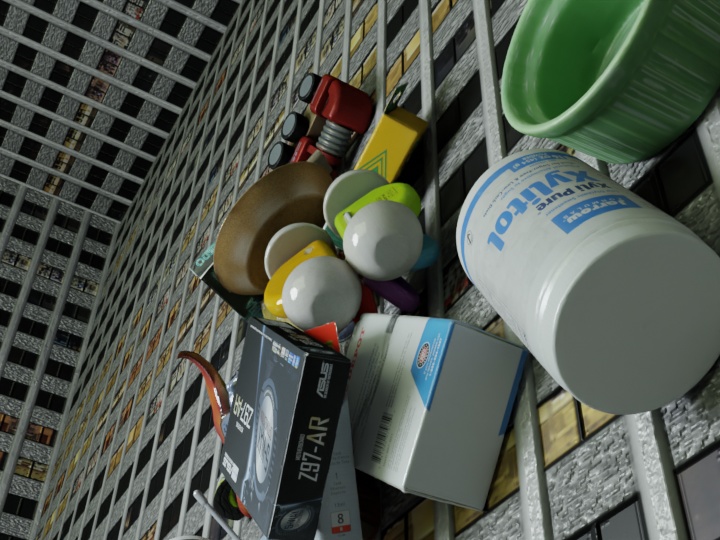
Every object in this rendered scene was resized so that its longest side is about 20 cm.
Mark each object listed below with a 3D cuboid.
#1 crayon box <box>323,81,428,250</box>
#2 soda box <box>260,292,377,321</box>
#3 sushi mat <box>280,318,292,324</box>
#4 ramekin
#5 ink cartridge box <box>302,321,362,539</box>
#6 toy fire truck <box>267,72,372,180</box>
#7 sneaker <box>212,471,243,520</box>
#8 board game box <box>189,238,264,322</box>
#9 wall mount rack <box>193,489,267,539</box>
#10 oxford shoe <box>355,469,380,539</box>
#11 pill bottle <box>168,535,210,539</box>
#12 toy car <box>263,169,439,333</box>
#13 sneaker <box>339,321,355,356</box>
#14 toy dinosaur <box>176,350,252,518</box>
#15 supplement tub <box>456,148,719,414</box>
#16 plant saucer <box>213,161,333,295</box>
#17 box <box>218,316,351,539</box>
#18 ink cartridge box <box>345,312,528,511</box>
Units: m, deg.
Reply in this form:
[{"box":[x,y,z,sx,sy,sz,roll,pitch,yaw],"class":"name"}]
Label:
[{"box":[0.026,-0.127,1.198,0.201,0.051,0.126,-62,-2,17],"class":"crayon box"},{"box":[-0.057,0.042,1.244,0.200,0.064,0.068,-33,70,58],"class":"soda box"},{"box":[-0.075,0.094,1.205,0.096,0.012,0.202,-174,76,-66],"class":"sushi mat"},{"box":[0.211,-0.185,0.789,0.200,0.097,0.201,-51,26,38],"class":"ramekin"},{"box":[-0.056,0.159,0.936,0.162,0.050,0.202,158,104,-66],"class":"ink cartridge box"},{"box":[-0.051,-0.193,1.441,0.177,0.128,0.200,-64,33,9],"class":"toy fire truck"},{"box":[-0.143,0.228,1.296,0.201,0.073,0.081,-61,18,13],"class":"sneaker"},{"box":[-0.132,-0.003,1.304,0.135,0.200,0.028,-46,59,-7],"class":"board game box"},{"box":[-0.134,0.312,1.152,0.200,0.074,0.175,-51,38,36],"class":"wall mount rack"},{"box":[-0.018,0.194,1.018,0.075,0.070,0.201,-45,30,50],"class":"oxford shoe"},{"box":[-0.169,0.360,0.987,0.113,0.112,0.200,-67,18,2],"class":"pill bottle"},{"box":[0.000,0.000,1.045,0.200,0.150,0.175,-42,25,4],"class":"toy car"},{"box":[-0.033,0.143,1.115,0.085,0.077,0.201,29,78,32],"class":"sneaker"},{"box":[-0.143,0.210,1.209,0.105,0.198,0.183,-20,-52,-74],"class":"toy dinosaur"},{"box":[0.156,-0.001,0.695,0.133,0.131,0.200,-63,21,13],"class":"supplement tub"},{"box":[-0.097,-0.043,1.245,0.035,0.199,0.201,39,110,31],"class":"plant saucer"},{"box":[-0.075,0.138,0.900,0.200,0.043,0.162,-160,82,-69],"class":"box"},{"box":[0.051,0.122,0.893,0.200,0.083,0.146,-1,71,68],"class":"ink cartridge box"}]
